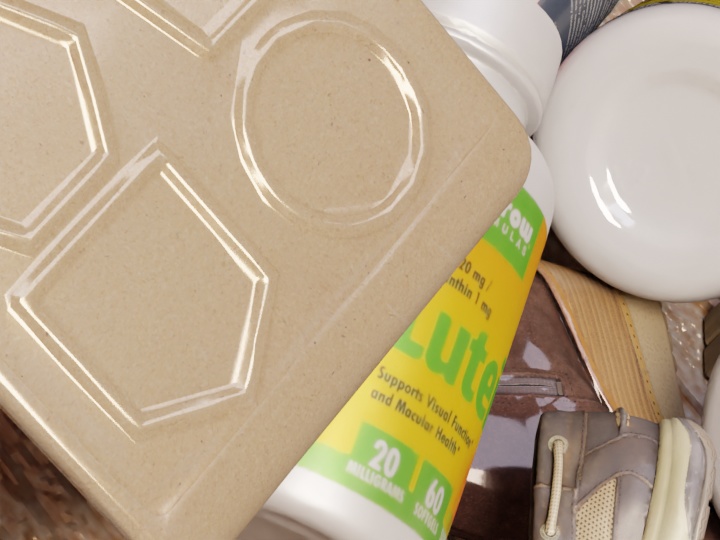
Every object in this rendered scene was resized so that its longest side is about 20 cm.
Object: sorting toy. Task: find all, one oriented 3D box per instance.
[{"bbox_3d":[-0.059,-0.041,0.667,0.200,0.036,0.185,51,61,-19],"label":"sorting toy"}]

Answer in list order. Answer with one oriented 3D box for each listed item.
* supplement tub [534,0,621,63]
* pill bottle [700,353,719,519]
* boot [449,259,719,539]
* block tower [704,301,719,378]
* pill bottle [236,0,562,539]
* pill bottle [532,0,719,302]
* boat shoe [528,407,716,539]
[{"bbox_3d":[0.034,-0.133,0.947,0.140,0.140,0.200,42,40,0],"label":"supplement tub"},{"bbox_3d":[0.221,0.066,0.867,0.199,0.113,0.114,11,48,-51],"label":"pill bottle"},{"bbox_3d":[0.051,0.087,0.848,0.165,0.072,0.201,0,58,-22],"label":"boot"},{"bbox_3d":[0.243,0.065,1.010,0.199,0.058,0.054,25,43,-17],"label":"block tower"},{"bbox_3d":[0.000,0.000,0.775,0.110,0.111,0.201,27,68,-17],"label":"pill bottle"},{"bbox_3d":[0.136,-0.057,0.951,0.112,0.112,0.200,44,15,2],"label":"pill bottle"},{"bbox_3d":[0.062,0.139,0.773,0.073,0.075,0.201,15,67,8],"label":"boat shoe"}]
